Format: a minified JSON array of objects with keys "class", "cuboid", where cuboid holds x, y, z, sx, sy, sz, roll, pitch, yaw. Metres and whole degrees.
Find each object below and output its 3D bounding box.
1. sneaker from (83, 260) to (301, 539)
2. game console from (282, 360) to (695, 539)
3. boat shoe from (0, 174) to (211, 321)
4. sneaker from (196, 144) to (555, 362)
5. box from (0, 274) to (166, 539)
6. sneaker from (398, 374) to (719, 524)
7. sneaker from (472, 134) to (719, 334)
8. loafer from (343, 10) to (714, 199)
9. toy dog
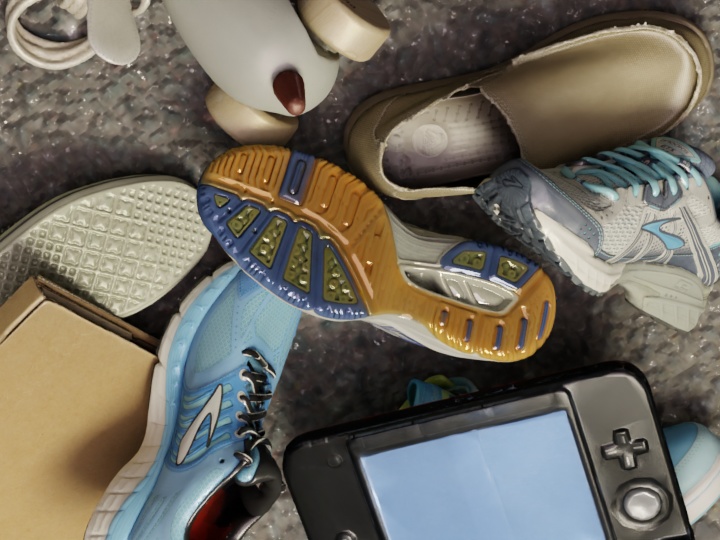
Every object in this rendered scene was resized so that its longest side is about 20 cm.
[{"class":"sneaker","cuboid":[-0.064,0.089,1.160,0.078,0.089,0.202,34,71,-48]},{"class":"game console","cuboid":[0.069,0.162,1.138,0.198,0.119,0.174,-14,115,12]},{"class":"boat shoe","cuboid":[-0.172,0.005,1.182,0.199,0.062,0.075,-29,107,-7]},{"class":"sneaker","cuboid":[0.000,0.000,1.164,0.199,0.088,0.076,26,80,-13]},{"class":"box","cuboid":[-0.184,0.102,1.193,0.200,0.021,0.163,-43,141,13]},{"class":"sneaker","cuboid":[0.093,0.101,1.213,0.199,0.080,0.131,-24,111,7]},{"class":"sneaker","cuboid":[0.130,-0.036,1.129,0.087,0.078,0.199,-56,147,10]},{"class":"loafer","cuboid":[0.089,-0.075,1.152,0.198,0.068,0.077,-19,110,6]},{"class":"toy dog","cuboid":[-0.082,-0.131,1.112,0.198,0.096,0.133,17,109,-8]}]
